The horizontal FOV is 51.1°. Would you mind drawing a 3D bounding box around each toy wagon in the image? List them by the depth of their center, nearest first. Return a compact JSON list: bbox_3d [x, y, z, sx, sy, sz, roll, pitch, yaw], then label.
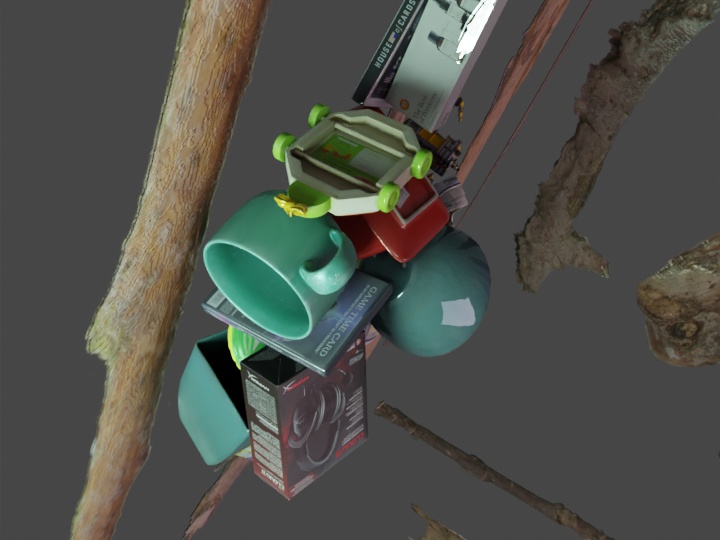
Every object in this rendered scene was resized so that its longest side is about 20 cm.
[{"bbox_3d":[-0.022,-0.112,0.829,0.200,0.154,0.040,-47,154,-35],"label":"toy wagon"}]

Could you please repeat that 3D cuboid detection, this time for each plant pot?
[{"bbox_3d":[-0.174,0.187,1.083,0.140,0.142,0.200,-22,159,-42],"label":"plant pot"},{"bbox_3d":[0.070,0.016,1.094,0.134,0.200,0.201,21,107,-51],"label":"plant pot"}]

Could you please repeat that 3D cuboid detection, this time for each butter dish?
[{"bbox_3d":[-0.004,-0.096,1.003,0.147,0.201,0.199,-32,-175,33],"label":"butter dish"}]

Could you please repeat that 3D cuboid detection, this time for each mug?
[{"bbox_3d":[-0.072,-0.009,0.855,0.115,0.183,0.153,-52,154,-30],"label":"mug"}]

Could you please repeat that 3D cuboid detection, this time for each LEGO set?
[{"bbox_3d":[0.143,-0.220,1.357,0.154,0.115,0.201,-47,168,-33],"label":"LEGO set"}]

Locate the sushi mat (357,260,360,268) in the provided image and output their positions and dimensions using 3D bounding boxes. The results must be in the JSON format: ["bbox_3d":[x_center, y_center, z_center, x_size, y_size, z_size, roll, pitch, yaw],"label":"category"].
[{"bbox_3d":[0.000,0.000,1.197,0.095,0.012,0.201,2,130,-52],"label":"sushi mat"}]

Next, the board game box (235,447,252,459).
[{"bbox_3d":[-0.129,0.220,1.230,0.198,0.104,0.105,-27,148,19],"label":"board game box"}]

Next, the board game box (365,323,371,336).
[{"bbox_3d":[-0.094,0.122,1.231,0.197,0.042,0.201,-5,148,-15],"label":"board game box"}]

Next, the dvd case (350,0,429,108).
[{"bbox_3d":[0.068,-0.308,0.995,0.201,0.025,0.150,-59,169,19],"label":"dvd case"}]

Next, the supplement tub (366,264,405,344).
[{"bbox_3d":[0.005,0.031,1.452,0.145,0.144,0.201,-41,163,-52],"label":"supplement tub"}]

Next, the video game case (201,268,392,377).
[{"bbox_3d":[-0.080,0.034,0.931,0.143,0.198,0.019,-50,149,-28],"label":"video game case"}]

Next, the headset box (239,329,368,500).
[{"bbox_3d":[-0.066,0.177,0.959,0.148,0.077,0.202,-28,128,-38],"label":"headset box"}]

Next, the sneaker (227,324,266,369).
[{"bbox_3d":[-0.096,0.044,0.976,0.201,0.083,0.074,-52,132,-26],"label":"sneaker"}]

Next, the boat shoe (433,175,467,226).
[{"bbox_3d":[0.143,-0.093,1.385,0.074,0.087,0.202,-24,170,-30],"label":"boat shoe"}]

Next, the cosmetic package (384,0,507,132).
[{"bbox_3d":[0.107,-0.284,0.960,0.051,0.082,0.201,-37,159,-49],"label":"cosmetic package"}]
